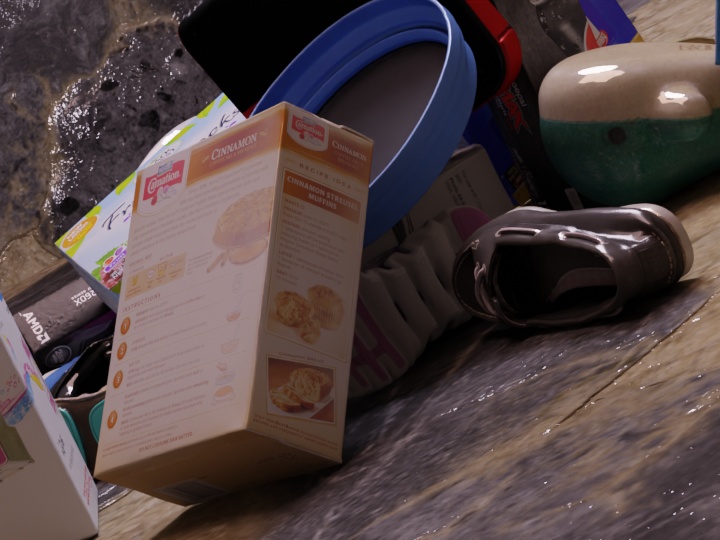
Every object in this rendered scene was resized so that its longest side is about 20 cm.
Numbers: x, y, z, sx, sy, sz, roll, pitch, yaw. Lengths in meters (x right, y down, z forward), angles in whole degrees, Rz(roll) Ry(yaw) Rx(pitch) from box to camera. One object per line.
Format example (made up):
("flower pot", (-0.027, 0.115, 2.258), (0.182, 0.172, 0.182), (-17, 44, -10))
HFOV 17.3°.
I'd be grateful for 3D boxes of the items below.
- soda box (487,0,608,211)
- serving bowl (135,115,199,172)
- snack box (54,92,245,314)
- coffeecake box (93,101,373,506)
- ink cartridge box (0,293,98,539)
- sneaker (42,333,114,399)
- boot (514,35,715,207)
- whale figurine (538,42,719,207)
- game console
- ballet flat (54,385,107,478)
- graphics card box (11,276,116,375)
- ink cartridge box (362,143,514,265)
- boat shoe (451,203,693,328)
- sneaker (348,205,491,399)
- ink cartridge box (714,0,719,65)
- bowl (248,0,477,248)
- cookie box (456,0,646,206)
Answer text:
("soda box", (0.127, -0.137, 1.643), (0.071, 0.201, 0.063), (-33, 16, -27))
("serving bowl", (-0.119, -0.030, 2.002), (0.066, 0.201, 0.200), (23, 41, 33))
("snack box", (-0.119, -0.047, 1.767), (0.200, 0.068, 0.169), (-41, 23, -8))
("coffeecake box", (-0.074, 0.022, 1.390), (0.073, 0.201, 0.153), (22, -27, -34))
("ink cartridge box", (-0.247, 0.090, 1.540), (0.084, 0.201, 0.145), (-25, 8, -3))
("sneaker", (-0.156, 0.069, 1.796), (0.199, 0.077, 0.111), (-28, 10, -17))
("boot", (0.179, -0.113, 1.809), (0.199, 0.073, 0.155), (-31, 9, -34))
("whale figurine", (0.217, -0.096, 1.554), (0.198, 0.105, 0.159), (-3, 12, 5))
("game console", (-0.006, -0.153, 1.618), (0.200, 0.177, 0.031), (-35, 10, 31))
("ballet flat", (-0.182, 0.116, 1.687), (0.199, 0.069, 0.067), (-18, -7, 30))
("graphics card box", (-0.174, 0.038, 1.902), (0.199, 0.051, 0.126), (-29, -35, -12))
("ink cartridge box", (0.000, 0.000, 1.652), (0.199, 0.084, 0.146), (-31, 8, -22))
("boat shoe", (0.105, 0.000, 1.361), (0.057, 0.067, 0.199), (-28, 10, -35))
("sneaker", (0.005, 0.032, 1.501), (0.199, 0.081, 0.088), (-28, 0, -34))
("ink cartridge box", (0.326, -0.169, 1.494), (0.198, 0.068, 0.115), (2, 16, 11))
("bowl", (-0.006, -0.088, 1.524), (0.200, 0.039, 0.201), (-33, 35, 27))
("cookie box", (0.092, -0.176, 1.715), (0.075, 0.200, 0.171), (12, 58, 53))
